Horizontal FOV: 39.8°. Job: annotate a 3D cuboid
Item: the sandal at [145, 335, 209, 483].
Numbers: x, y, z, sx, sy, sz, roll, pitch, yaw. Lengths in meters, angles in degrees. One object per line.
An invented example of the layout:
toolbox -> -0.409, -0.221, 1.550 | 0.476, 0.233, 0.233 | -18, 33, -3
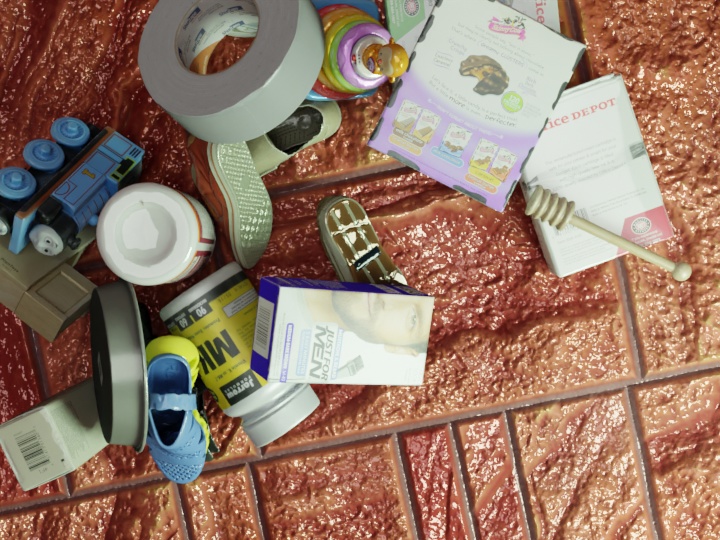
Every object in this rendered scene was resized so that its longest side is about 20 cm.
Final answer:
sandal -> -0.221, 0.177, 1.150 | 0.079, 0.087, 0.201 | -3, 125, 0

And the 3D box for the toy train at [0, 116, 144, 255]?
toy train -> -0.343, -0.096, 1.155 | 0.114, 0.200, 0.087 | 31, 137, 0

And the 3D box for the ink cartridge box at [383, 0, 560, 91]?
ink cartridge box -> 0.131, -0.271, 1.165 | 0.198, 0.088, 0.147 | -6, 94, 1

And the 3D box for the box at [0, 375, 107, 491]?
box -> -0.341, 0.182, 1.161 | 0.068, 0.200, 0.083 | -24, 91, 7

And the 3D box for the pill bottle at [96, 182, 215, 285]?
pill bottle -> -0.225, -0.040, 1.137 | 0.109, 0.200, 0.111 | 0, 91, 0

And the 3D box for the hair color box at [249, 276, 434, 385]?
hair color box -> -0.020, 0.071, 1.141 | 0.199, 0.065, 0.110 | 4, 98, -28

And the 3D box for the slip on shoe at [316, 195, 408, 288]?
slip on shoe -> 0.000, 0.000, 1.207 | 0.076, 0.061, 0.201 | -34, 111, -16

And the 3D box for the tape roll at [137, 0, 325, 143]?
tape roll -> -0.141, -0.242, 1.078 | 0.199, 0.066, 0.202 | -9, 66, 21

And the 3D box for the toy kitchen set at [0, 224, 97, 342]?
toy kitchen set -> -0.425, 0.015, 1.214 | 0.200, 0.163, 0.181 | 37, 123, -1

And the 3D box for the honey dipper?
honey dipper -> 0.282, -0.037, 1.117 | 0.199, 0.038, 0.038 | 26, 95, 0

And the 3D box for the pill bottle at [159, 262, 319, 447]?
pill bottle -> -0.141, 0.102, 1.190 | 0.114, 0.114, 0.201 | -34, 92, 4

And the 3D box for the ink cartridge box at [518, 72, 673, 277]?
ink cartridge box -> 0.262, -0.112, 1.172 | 0.145, 0.085, 0.201 | -19, 95, 4

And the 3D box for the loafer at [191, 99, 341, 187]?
loafer -> -0.118, -0.156, 1.193 | 0.199, 0.068, 0.076 | -30, 92, 4

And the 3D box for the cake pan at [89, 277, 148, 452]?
cake pan -> -0.273, 0.105, 1.113 | 0.036, 0.200, 0.202 | -5, 94, -21

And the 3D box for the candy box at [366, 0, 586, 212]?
candy box -> 0.125, -0.192, 1.093 | 0.167, 0.072, 0.201 | 27, 99, -2

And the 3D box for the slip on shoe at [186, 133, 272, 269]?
slip on shoe -> -0.153, -0.087, 1.169 | 0.061, 0.074, 0.201 | 15, 140, 30

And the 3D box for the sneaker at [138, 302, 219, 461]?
sneaker -> -0.233, 0.137, 1.227 | 0.103, 0.060, 0.202 | -1, 98, 2

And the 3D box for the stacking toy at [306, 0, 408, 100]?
stacking toy -> 0.002, -0.234, 1.086 | 0.109, 0.200, 0.117 | -6, 109, -21

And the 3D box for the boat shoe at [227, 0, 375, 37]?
boat shoe -> -0.083, -0.313, 1.182 | 0.200, 0.065, 0.075 | 1, 94, 3
